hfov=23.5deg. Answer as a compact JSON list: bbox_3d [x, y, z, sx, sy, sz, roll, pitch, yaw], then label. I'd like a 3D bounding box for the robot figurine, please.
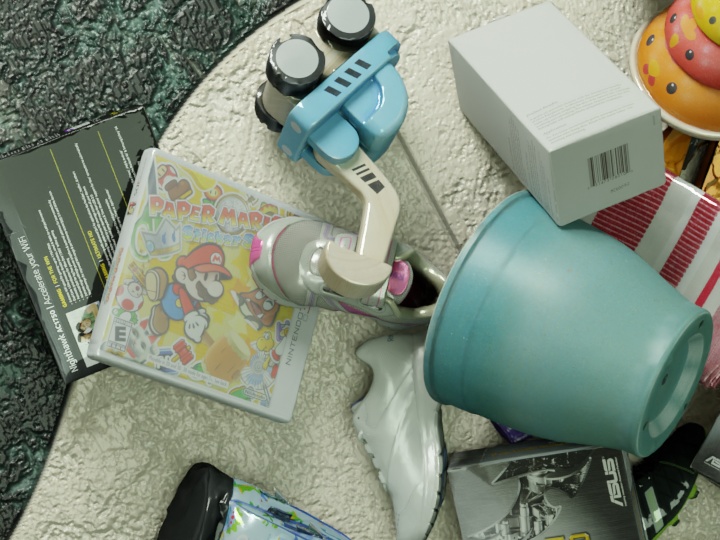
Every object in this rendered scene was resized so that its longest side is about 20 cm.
[{"bbox_3d":[0.299,-0.097,1.589,0.145,0.058,0.200,18,90,-14],"label":"robot figurine"}]

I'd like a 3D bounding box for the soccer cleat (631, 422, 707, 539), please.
[{"bbox_3d":[0.248,0.218,1.598,0.081,0.068,0.200,34,89,-12],"label":"soccer cleat"}]

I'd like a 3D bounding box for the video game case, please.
[{"bbox_3d":[-0.120,0.016,1.465,0.200,0.023,0.182,22,75,-33],"label":"video game case"}]

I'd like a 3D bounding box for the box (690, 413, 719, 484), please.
[{"bbox_3d":[0.375,0.134,1.556,0.048,0.200,0.159,27,88,28],"label":"box"}]

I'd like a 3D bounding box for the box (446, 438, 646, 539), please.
[{"bbox_3d":[0.176,0.250,1.551,0.158,0.048,0.200,-10,102,13],"label":"box"}]

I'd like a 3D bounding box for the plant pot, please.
[{"bbox_3d":[0.184,0.060,1.456,0.188,0.200,0.200,26,87,25],"label":"plant pot"}]

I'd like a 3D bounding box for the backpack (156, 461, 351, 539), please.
[{"bbox_3d":[-0.074,0.278,1.498,0.200,0.154,0.163,29,81,-26],"label":"backpack"}]

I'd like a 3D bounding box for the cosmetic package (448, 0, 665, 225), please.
[{"bbox_3d":[0.166,-0.139,1.477,0.107,0.200,0.085,-21,130,-9],"label":"cosmetic package"}]

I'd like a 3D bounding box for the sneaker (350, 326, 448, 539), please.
[{"bbox_3d":[0.036,0.150,1.550,0.087,0.075,0.200,-1,92,5],"label":"sneaker"}]

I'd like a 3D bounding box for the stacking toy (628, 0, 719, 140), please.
[{"bbox_3d":[0.318,-0.218,1.462,0.146,0.200,0.146,3,60,-5],"label":"stacking toy"}]

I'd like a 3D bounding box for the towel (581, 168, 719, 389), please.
[{"bbox_3d":[0.268,-0.007,1.527,0.200,0.023,0.144,35,105,27],"label":"towel"}]

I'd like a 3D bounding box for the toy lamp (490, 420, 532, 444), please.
[{"bbox_3d":[0.204,0.084,1.582,0.200,0.058,0.058,-37,101,-9],"label":"toy lamp"}]

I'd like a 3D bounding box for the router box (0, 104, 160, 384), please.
[{"bbox_3d":[-0.220,-0.023,1.474,0.149,0.051,0.200,-22,101,-11],"label":"router box"}]

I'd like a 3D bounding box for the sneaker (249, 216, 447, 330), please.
[{"bbox_3d":[0.000,0.000,1.484,0.200,0.088,0.081,13,80,-32],"label":"sneaker"}]

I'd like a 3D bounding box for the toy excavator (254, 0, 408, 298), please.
[{"bbox_3d":[-0.007,-0.103,1.447,0.200,0.100,0.194,43,67,6],"label":"toy excavator"}]
